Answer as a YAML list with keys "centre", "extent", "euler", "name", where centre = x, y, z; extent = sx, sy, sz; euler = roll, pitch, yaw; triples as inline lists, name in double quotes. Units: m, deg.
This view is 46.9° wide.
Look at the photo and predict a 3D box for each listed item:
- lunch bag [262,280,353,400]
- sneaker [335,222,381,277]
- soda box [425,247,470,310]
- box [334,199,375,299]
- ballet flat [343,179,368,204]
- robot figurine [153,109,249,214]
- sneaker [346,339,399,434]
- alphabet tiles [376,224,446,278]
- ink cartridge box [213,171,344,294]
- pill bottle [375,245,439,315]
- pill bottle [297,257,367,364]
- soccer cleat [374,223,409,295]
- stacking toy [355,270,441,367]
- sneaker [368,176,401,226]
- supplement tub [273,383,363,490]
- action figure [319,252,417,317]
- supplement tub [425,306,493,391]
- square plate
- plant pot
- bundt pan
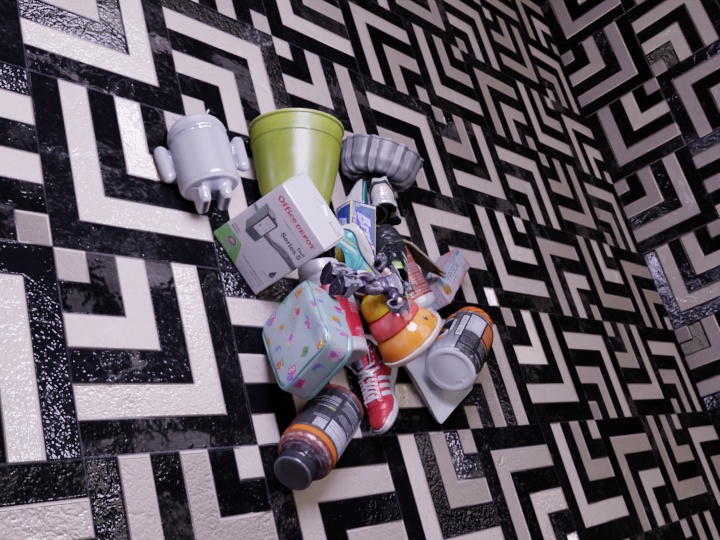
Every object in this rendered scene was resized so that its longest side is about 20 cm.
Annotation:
- centre: [-0.099, 0.125, 1.484]
  extent: [0.077, 0.160, 0.200]
  euler: [28, 20, -31]
  name: "lunch bag"
- centre: [0.000, 0.000, 1.701]
  extent: [0.200, 0.080, 0.078]
  euler: [62, -5, -11]
  name: "sneaker"
- centre: [0.206, 0.022, 2.055]
  extent: [0.064, 0.068, 0.200]
  euler: [53, 34, -10]
  name: "soda box"
- centre: [-0.011, -0.045, 1.778]
  extent: [0.070, 0.064, 0.200]
  euler: [12, 69, -32]
  name: "box"
- centre: [-0.010, -0.126, 1.891]
  extent: [0.069, 0.069, 0.200]
  euler: [26, 46, -40]
  name: "ballet flat"
- centre: [-0.294, -0.207, 1.541]
  extent: [0.169, 0.113, 0.200]
  euler: [-9, 71, -24]
  name: "robot figurine"
- centre: [0.020, 0.226, 1.662]
  extent: [0.112, 0.071, 0.200]
  euler: [44, 29, -29]
  name: "sneaker"
- centre: [0.113, -0.045, 1.928]
  extent: [0.200, 0.166, 0.006]
  euler: [39, 82, -34]
  name: "alphabet tiles"
- centre: [-0.152, -0.068, 1.543]
  extent: [0.146, 0.200, 0.084]
  euler: [56, 34, -5]
  name: "ink cartridge box"
- centre: [0.095, 0.046, 1.843]
  extent: [0.112, 0.112, 0.200]
  euler: [-15, 73, -55]
  name: "pill bottle"
- centre: [-0.061, 0.081, 1.627]
  extent: [0.112, 0.112, 0.200]
  euler: [11, 57, -48]
  name: "pill bottle"
- centre: [0.073, -0.014, 1.751]
  extent: [0.067, 0.081, 0.200]
  euler: [-7, 70, -7]
  name: "soccer cleat"
- centre: [0.050, 0.079, 1.632]
  extent: [0.200, 0.146, 0.146]
  euler: [49, 36, -16]
  name: "stacking toy"
- centre: [0.056, -0.154, 1.914]
  extent: [0.200, 0.074, 0.080]
  euler: [88, -6, -74]
  name: "sneaker"
- centre: [-0.077, 0.294, 1.456]
  extent: [0.107, 0.107, 0.200]
  euler: [54, 35, -9]
  name: "supplement tub"
- centre: [0.028, 0.026, 1.550]
  extent: [0.200, 0.069, 0.130]
  euler: [6, 40, -34]
  name: "action figure"
- centre: [0.230, 0.172, 1.877]
  extent: [0.123, 0.122, 0.200]
  euler: [53, 34, -10]
  name: "supplement tub"
- centre: [0.163, 0.225, 1.885]
  extent: [0.200, 0.028, 0.198]
  euler: [60, 33, -1]
  name: "square plate"
- centre: [-0.132, -0.198, 1.698]
  extent: [0.200, 0.200, 0.193]
  euler: [18, 64, -45]
  name: "plant pot"
- centre: [0.043, -0.242, 1.947]
  extent: [0.202, 0.202, 0.076]
  euler: [26, 72, -39]
  name: "bundt pan"
